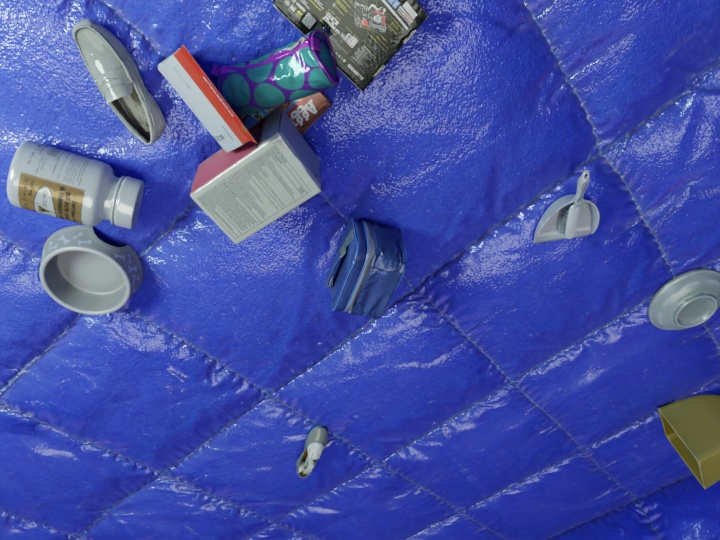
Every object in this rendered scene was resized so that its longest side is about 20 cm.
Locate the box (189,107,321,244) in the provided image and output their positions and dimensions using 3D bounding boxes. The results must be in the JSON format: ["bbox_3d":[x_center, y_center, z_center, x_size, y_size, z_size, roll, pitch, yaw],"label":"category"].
[{"bbox_3d":[-0.181,-0.166,0.923,0.197,0.110,0.128,-28,127,16],"label":"box"}]

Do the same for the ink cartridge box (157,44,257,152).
[{"bbox_3d":[-0.239,-0.257,0.801,0.057,0.200,0.164,-38,117,-1],"label":"ink cartridge box"}]

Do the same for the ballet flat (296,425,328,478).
[{"bbox_3d":[-0.141,0.546,1.547,0.066,0.065,0.203,13,125,-17],"label":"ballet flat"}]

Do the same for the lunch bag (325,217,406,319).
[{"bbox_3d":[0.000,0.000,1.085,0.129,0.138,0.203,12,128,-16],"label":"lunch bag"}]

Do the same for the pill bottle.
[{"bbox_3d":[-0.495,-0.143,0.921,0.195,0.116,0.116,15,126,-18],"label":"pill bottle"}]

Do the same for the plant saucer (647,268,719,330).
[{"bbox_3d":[0.838,0.089,1.319,0.194,0.051,0.204,-4,129,-5],"label":"plant saucer"}]

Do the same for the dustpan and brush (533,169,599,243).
[{"bbox_3d":[0.443,-0.130,1.086,0.135,0.058,0.204,-8,129,-1],"label":"dustpan and brush"}]

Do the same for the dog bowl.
[{"bbox_3d":[-0.556,0.008,1.071,0.194,0.059,0.204,-4,128,-5],"label":"dog bowl"}]

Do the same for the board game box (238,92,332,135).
[{"bbox_3d":[-0.154,-0.266,0.930,0.199,0.020,0.102,-39,124,22],"label":"board game box"}]

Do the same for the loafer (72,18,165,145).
[{"bbox_3d":[-0.387,-0.298,0.840,0.068,0.071,0.202,-22,128,11],"label":"loafer"}]

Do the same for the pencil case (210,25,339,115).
[{"bbox_3d":[-0.132,-0.310,0.821,0.195,0.087,0.092,-10,150,24],"label":"pencil case"}]

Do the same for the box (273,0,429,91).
[{"bbox_3d":[-0.015,-0.411,0.813,0.198,0.050,0.159,34,115,-29],"label":"box"}]

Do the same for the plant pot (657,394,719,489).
[{"bbox_3d":[1.071,0.500,1.592,0.197,0.196,0.197,-30,127,10],"label":"plant pot"}]
